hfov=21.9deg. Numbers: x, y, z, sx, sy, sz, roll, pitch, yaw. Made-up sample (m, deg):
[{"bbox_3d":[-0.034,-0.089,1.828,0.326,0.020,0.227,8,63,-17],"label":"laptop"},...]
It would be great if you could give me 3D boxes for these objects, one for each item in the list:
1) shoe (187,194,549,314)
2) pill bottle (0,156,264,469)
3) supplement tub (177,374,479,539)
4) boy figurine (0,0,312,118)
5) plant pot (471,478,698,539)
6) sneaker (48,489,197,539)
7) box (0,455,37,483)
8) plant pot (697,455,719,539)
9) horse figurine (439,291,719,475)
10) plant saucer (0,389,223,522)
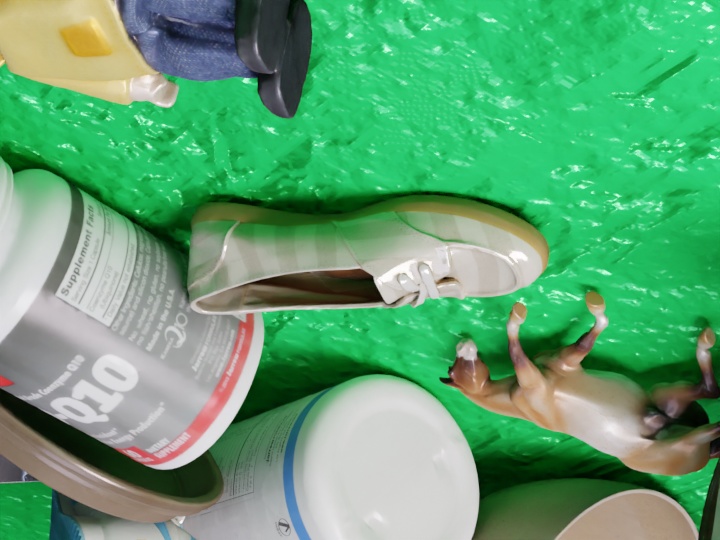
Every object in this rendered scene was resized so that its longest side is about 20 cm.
[{"bbox_3d":[0.000,0.000,0.963,0.199,0.054,0.070,2,149,23],"label":"shoe"},{"bbox_3d":[-0.161,0.017,1.007,0.200,0.114,0.114,32,147,-30],"label":"pill bottle"},{"bbox_3d":[-0.033,0.148,1.164,0.132,0.132,0.200,30,148,-26],"label":"supplement tub"},{"bbox_3d":[-0.125,-0.112,0.815,0.199,0.065,0.124,3,153,14],"label":"boy figurine"},{"bbox_3d":[0.106,0.218,1.187,0.134,0.201,0.200,16,160,46],"label":"plant pot"},{"bbox_3d":[-0.152,0.168,1.156,0.080,0.077,0.200,3,-173,-17],"label":"sneaker"},{"bbox_3d":[-0.299,0.104,1.181,0.160,0.044,0.200,2,180,-35],"label":"box"},{"bbox_3d":[0.281,0.145,0.953,0.199,0.188,0.187,16,152,0],"label":"plant pot"},{"bbox_3d":[0.145,0.067,1.022,0.199,0.050,0.133,16,146,3],"label":"horse figurine"},{"bbox_3d":[-0.170,0.086,1.094,0.200,0.030,0.200,33,-170,-6],"label":"plant saucer"}]
